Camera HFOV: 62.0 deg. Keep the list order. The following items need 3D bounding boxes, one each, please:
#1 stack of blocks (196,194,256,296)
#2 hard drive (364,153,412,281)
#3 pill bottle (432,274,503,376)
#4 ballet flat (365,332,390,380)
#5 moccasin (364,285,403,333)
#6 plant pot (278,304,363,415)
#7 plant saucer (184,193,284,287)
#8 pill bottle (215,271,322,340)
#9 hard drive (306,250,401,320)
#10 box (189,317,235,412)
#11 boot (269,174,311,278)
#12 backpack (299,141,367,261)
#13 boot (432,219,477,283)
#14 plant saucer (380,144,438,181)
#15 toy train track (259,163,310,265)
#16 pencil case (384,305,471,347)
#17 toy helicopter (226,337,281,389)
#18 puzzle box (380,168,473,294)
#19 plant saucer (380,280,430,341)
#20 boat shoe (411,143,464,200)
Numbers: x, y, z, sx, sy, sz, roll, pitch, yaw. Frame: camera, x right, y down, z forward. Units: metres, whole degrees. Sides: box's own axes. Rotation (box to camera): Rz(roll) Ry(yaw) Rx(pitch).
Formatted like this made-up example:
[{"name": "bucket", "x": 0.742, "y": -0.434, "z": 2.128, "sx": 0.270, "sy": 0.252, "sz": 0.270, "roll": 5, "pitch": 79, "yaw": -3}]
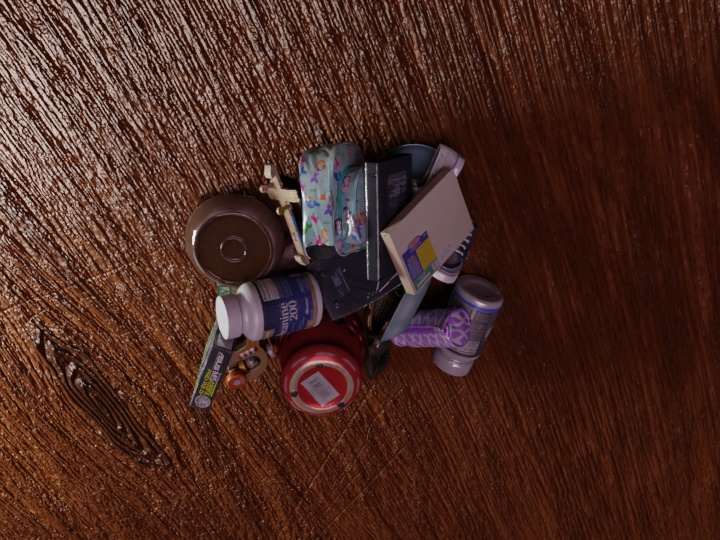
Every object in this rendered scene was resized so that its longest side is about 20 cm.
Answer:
[{"name": "stack of blocks", "x": -0.265, "y": -0.047, "z": 1.219, "sx": 0.111, "sy": 0.059, "sz": 0.206, "roll": 0, "pitch": 120, "yaw": -5}, {"name": "hard drive", "x": 0.054, "y": -0.098, "z": 1.079, "sx": 0.032, "sy": 0.139, "sz": 0.208, "roll": 7, "pitch": 108, "yaw": 28}, {"name": "pill bottle", "x": 0.232, "y": 0.124, "z": 1.329, "sx": 0.110, "sy": 0.115, "sz": 0.205, "roll": 11, "pitch": 119, "yaw": -11}, {"name": "ballet flat", "x": 0.034, "y": 0.192, "z": 1.356, "sx": 0.067, "sy": 0.046, "sz": 0.202, "roll": -44, "pitch": 159, "yaw": -21}, {"name": "moccasin", "x": 0.057, "y": 0.044, "z": 1.288, "sx": 0.072, "sy": 0.079, "sz": 0.205, "roll": 19, "pitch": 116, "yaw": -15}, {"name": "plant pot", "x": -0.082, "y": 0.191, "z": 1.302, "sx": 0.192, "sy": 0.184, "sz": 0.207, "roll": -3, "pitch": 120, "yaw": -5}, {"name": "plant saucer", "x": -0.245, "y": -0.047, "z": 1.167, "sx": 0.192, "sy": 0.035, "sz": 0.207, "roll": -2, "pitch": 120, "yaw": -4}, {"name": "pill bottle", "x": -0.180, "y": 0.074, "z": 1.187, "sx": 0.194, "sy": 0.111, "sz": 0.114, "roll": -11, "pitch": 125, "yaw": -28}, {"name": "hard drive", "x": 0.000, "y": 0.000, "z": 1.225, "sx": 0.196, "sy": 0.042, "sz": 0.138, "roll": -29, "pitch": 88, "yaw": 14}, {"name": "box", "x": -0.297, "y": 0.162, "z": 1.253, "sx": 0.043, "sy": 0.202, "sz": 0.163, "roll": 19, "pitch": 117, "yaw": -14}, {"name": "boot", "x": -0.156, "y": -0.069, "z": 1.220, "sx": 0.199, "sy": 0.065, "sz": 0.186, "roll": -39, "pitch": 113, "yaw": 21}, {"name": "backpack", "x": -0.034, "y": -0.133, "z": 1.105, "sx": 0.146, "sy": 0.176, "sz": 0.208, "roll": -8, "pitch": 95, "yaw": 27}, {"name": "boot", "x": 0.184, "y": -0.048, "z": 1.189, "sx": 0.071, "sy": 0.200, "sz": 0.092, "roll": 28, "pitch": 113, "yaw": 6}, {"name": "plant saucer", "x": 0.100, "y": -0.158, "z": 1.207, "sx": 0.192, "sy": 0.028, "sz": 0.206, "roll": -2, "pitch": 119, "yaw": -3}, {"name": "toy train track", "x": -0.143, "y": -0.098, "z": 1.124, "sx": 0.032, "sy": 0.113, "sz": 0.205, "roll": -32, "pitch": 118, "yaw": -28}, {"name": "pencil case", "x": 0.146, "y": 0.125, "z": 1.281, "sx": 0.084, "sy": 0.197, "sz": 0.087, "roll": -16, "pitch": 93, "yaw": -38}, {"name": "toy helicopter", "x": -0.233, "y": 0.167, "z": 1.331, "sx": 0.128, "sy": 0.080, "sz": 0.205, "roll": -3, "pitch": 130, "yaw": -24}, {"name": "puzzle box", "x": 0.125, "y": -0.073, "z": 1.086, "sx": 0.200, "sy": 0.025, "sz": 0.136, "roll": -44, "pitch": 124, "yaw": -28}, {"name": "plant saucer", "x": 0.103, "y": 0.064, "z": 1.230, "sx": 0.038, "sy": 0.201, "sz": 0.205, "roll": 27, "pitch": 116, "yaw": 5}, {"name": "boat shoe", "x": 0.113, "y": -0.151, "z": 1.153, "sx": 0.084, "sy": 0.075, "sz": 0.205, "roll": 29, "pitch": 107, "yaw": -13}]
